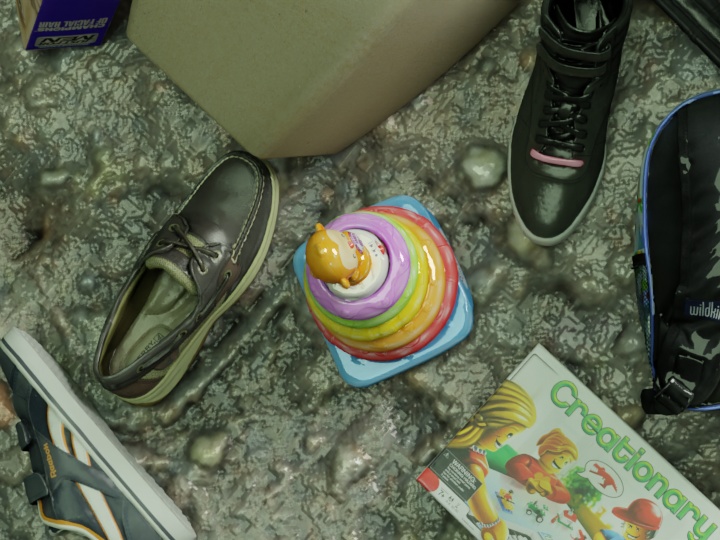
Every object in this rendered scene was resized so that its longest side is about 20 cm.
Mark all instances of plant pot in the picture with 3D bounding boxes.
[{"bbox_3d":[-0.040,-0.187,1.257,0.200,0.200,0.177,44,110,14],"label":"plant pot"}]

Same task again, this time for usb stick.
[{"bbox_3d":[0.212,-0.197,1.269,0.200,0.055,0.033,48,110,15],"label":"usb stick"}]

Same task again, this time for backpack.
[{"bbox_3d":[0.264,-0.018,1.182,0.182,0.147,0.202,-6,90,13],"label":"backpack"}]

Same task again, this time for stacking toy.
[{"bbox_3d":[0.000,0.000,1.212,0.109,0.200,0.117,-26,77,7],"label":"stacking toy"}]

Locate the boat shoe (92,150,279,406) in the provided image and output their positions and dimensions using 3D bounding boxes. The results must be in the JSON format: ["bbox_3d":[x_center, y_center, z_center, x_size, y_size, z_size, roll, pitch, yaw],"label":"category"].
[{"bbox_3d":[-0.122,0.004,1.307,0.073,0.065,0.201,26,87,16],"label":"boat shoe"}]

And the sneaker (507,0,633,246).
[{"bbox_3d":[0.138,-0.120,1.251,0.070,0.099,0.201,13,86,12],"label":"sneaker"}]

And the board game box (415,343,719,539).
[{"bbox_3d":[0.151,0.163,1.240,0.200,0.035,0.126,43,92,15],"label":"board game box"}]

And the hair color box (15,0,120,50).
[{"bbox_3d":[-0.203,-0.239,1.290,0.064,0.200,0.110,-8,79,-17],"label":"hair color box"}]

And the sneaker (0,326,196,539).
[{"bbox_3d":[-0.207,0.134,1.300,0.079,0.078,0.200,-40,77,-2],"label":"sneaker"}]
